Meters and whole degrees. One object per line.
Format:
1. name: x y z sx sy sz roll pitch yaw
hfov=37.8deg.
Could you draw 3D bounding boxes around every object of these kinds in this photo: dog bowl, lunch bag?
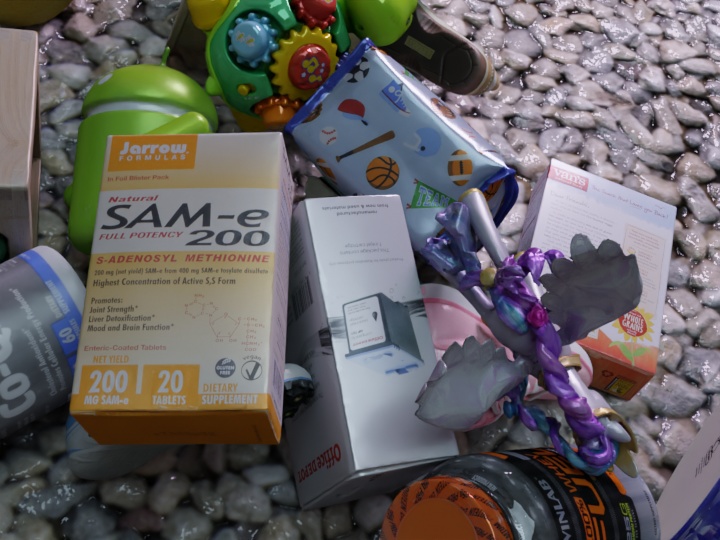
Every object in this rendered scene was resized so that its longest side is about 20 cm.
1. dog bowl: 0.301 0.159 0.807 0.079 0.200 0.200 33 54 11
2. lunch bag: 0.045 -0.088 0.913 0.124 0.200 0.170 -45 78 0

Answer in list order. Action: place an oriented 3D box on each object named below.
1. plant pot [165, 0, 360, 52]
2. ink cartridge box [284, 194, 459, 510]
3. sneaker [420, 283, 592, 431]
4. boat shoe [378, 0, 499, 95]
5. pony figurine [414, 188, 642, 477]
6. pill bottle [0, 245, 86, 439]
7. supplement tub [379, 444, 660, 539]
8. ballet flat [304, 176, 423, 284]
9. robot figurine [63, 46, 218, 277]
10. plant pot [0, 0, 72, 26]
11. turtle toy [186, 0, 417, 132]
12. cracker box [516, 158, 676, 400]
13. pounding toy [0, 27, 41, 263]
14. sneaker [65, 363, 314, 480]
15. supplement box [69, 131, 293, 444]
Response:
1. plant pot: -0.068 -0.273 1.020 0.183 0.201 0.201 21 53 -15
2. ink cartridge box: -0.010 0.064 0.794 0.085 0.146 0.201 -6 71 -22
3. sneaker: 0.111 0.093 0.852 0.200 0.075 0.105 24 48 -30
4. boat shoe: 0.064 -0.241 1.104 0.200 0.072 0.076 46 23 26
5. pony figurine: 0.115 0.038 0.723 0.166 0.193 0.200 -36 49 10
6. pill bottle: -0.288 0.074 0.749 0.200 0.114 0.114 -30 69 -27
7. supplement tub: 0.112 0.186 0.730 0.199 0.122 0.123 6 49 -49
8. ballet flat: 0.000 0.000 0.921 0.069 0.070 0.200 -32 71 -31
9. robot figurine: -0.176 -0.078 0.865 0.115 0.175 0.201 9 77 -27
10. plant pot: -0.327 -0.316 0.989 0.199 0.142 0.201 8 54 -11
11. turtle toy: -0.046 -0.200 0.901 0.200 0.146 0.101 -34 43 -13
12. cracker box: 0.212 0.004 0.976 0.133 0.058 0.201 21 55 -2
13. pounding toy: -0.320 -0.071 0.797 0.141 0.184 0.201 1 56 -15
14. sneaker: -0.129 0.095 0.760 0.199 0.072 0.073 -17 64 17
15. supplement box: -0.113 0.010 0.703 0.125 0.074 0.201 -1 64 2
